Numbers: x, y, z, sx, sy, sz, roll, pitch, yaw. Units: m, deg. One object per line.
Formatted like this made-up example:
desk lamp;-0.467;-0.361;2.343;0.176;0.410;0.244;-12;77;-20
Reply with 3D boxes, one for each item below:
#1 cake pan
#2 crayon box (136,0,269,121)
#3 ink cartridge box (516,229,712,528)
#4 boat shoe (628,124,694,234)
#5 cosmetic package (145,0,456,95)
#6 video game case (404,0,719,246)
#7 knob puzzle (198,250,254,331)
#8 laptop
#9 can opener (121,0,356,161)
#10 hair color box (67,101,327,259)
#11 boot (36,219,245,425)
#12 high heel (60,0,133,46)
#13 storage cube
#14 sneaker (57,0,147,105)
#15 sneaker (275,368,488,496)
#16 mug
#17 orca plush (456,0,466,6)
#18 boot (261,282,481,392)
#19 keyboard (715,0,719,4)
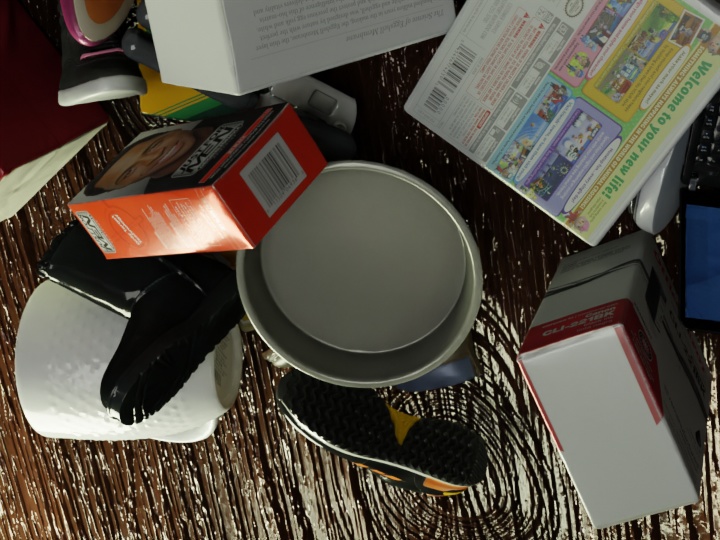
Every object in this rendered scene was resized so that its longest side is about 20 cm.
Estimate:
cake pan;0.000;0.000;0.987;0.198;0.037;0.202;3;116;7
crayon box;-0.120;-0.224;1.009;0.118;0.058;0.202;10;116;17
ink cartridge box;0.199;0.074;0.926;0.083;0.200;0.145;-21;103;24
boat shoe;0.219;-0.129;0.911;0.066;0.070;0.202;23;123;32
cosmetic package;-0.052;-0.249;0.875;0.123;0.198;0.202;16;121;53
video game case;0.150;-0.141;0.877;0.181;0.022;0.201;36;126;4
knob puzzle;-0.095;-0.038;1.056;0.218;0.031;0.221;14;131;16
laptop;0.321;-0.060;0.853;0.175;0.103;0.202;7;115;3
can opener;-0.088;-0.144;0.955;0.199;0.067;0.054;24;110;-23
hair color box;-0.130;-0.066;0.947;0.199;0.102;0.061;-4;129;47
boot;-0.199;0.025;1.026;0.162;0.198;0.074;29;136;14
high heel;-0.235;-0.243;0.986;0.095;0.067;0.202;-27;55;29
storage cube;-0.367;-0.134;1.083;0.199;0.171;0.180;-35;96;30
sneaker;-0.218;-0.191;1.002;0.070;0.200;0.100;-8;105;-14
sneaker;0.009;0.154;1.088;0.199;0.070;0.090;23;146;-8
mug;-0.199;0.098;1.142;0.174;0.149;0.201;0;140;12
orca plush;0.096;-0.231;0.911;0.105;0.071;0.201;-35;96;30
boot;0.010;0.075;1.074;0.199;0.075;0.098;-21;100;26
keyboard;0.299;-0.213;0.836;0.126;0.021;0.202;-22;93;2
